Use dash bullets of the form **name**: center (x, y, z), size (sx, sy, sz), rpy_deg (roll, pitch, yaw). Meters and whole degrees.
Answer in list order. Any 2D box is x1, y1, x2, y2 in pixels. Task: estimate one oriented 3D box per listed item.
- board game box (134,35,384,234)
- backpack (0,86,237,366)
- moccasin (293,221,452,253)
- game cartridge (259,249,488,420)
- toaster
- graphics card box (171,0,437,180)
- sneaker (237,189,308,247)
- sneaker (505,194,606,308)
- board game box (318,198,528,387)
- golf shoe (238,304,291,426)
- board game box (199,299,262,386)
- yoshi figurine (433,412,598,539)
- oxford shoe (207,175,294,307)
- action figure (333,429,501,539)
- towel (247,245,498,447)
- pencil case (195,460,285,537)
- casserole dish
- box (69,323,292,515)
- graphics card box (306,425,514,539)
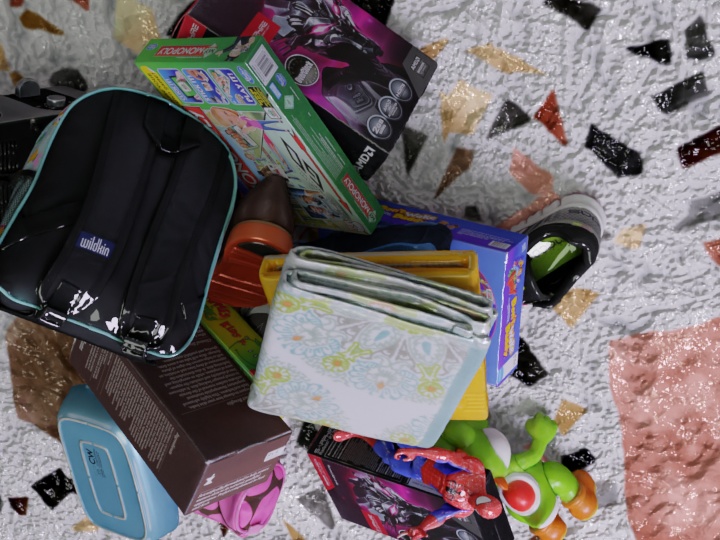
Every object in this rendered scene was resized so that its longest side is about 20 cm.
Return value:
- **board game box**: center (-0.079, -0.108, 0.787), size (0.134, 0.029, 0.200), rpy_deg (9, 149, 40)
- **backpack**: center (-0.200, -0.040, 0.784), size (0.175, 0.153, 0.202), rpy_deg (24, 78, -23)
- **moccasin**: center (0.000, 0.000, 0.858), size (0.199, 0.068, 0.081), rpy_deg (-4, 116, 38)
- **game cartridge**: center (0.018, 0.063, 0.818), size (0.175, 0.033, 0.201), rpy_deg (-1, 135, 11)
- **toaster**: center (-0.321, -0.066, 0.875), size (0.118, 0.180, 0.202), rpy_deg (27, 123, 35)
- **graphics card box**: center (-0.043, -0.182, 0.813), size (0.199, 0.126, 0.051), rpy_deg (35, 143, -8)
- **sneaker**: center (-0.114, -0.079, 0.918), size (0.077, 0.078, 0.201), rpy_deg (1, 125, 40)
- **sneaker**: center (0.144, 0.005, 0.901), size (0.199, 0.088, 0.074), rpy_deg (-33, 106, 21)
- **board game box**: center (0.053, 0.014, 0.898), size (0.199, 0.045, 0.136), rpy_deg (16, 119, 29)
- **golf shoe**: center (-0.098, 0.124, 0.982), size (0.077, 0.095, 0.202), rpy_deg (-7, 118, -15)
- **board game box**: center (-0.153, 0.085, 0.945), size (0.200, 0.047, 0.102), rpy_deg (42, 123, 28)
- **yoshi figurine**: center (0.148, 0.198, 1.002), size (0.199, 0.113, 0.112), rpy_deg (35, 156, -23)
- **oxford shoe**: center (-0.100, -0.019, 0.860), size (0.071, 0.073, 0.200), rpy_deg (18, 155, -19)
- **action figure**: center (0.036, 0.179, 0.874), size (0.199, 0.098, 0.066), rpy_deg (24, 110, 40)
- **towel**: center (0.004, 0.069, 0.775), size (0.170, 0.048, 0.201), rpy_deg (15, 139, -4)
- **pencil case**: center (-0.182, 0.219, 1.023), size (0.198, 0.091, 0.094), rpy_deg (13, 81, 25)
- **casserole dish**: center (-0.252, 0.204, 0.979), size (0.120, 0.039, 0.202), rpy_deg (10, 122, 25)
- **box**: center (-0.164, 0.111, 0.862), size (0.200, 0.100, 0.075), rpy_deg (44, 124, 28)
- **graphics card box**: center (0.050, 0.230, 0.977), size (0.199, 0.051, 0.126), rpy_deg (11, 139, 32)
